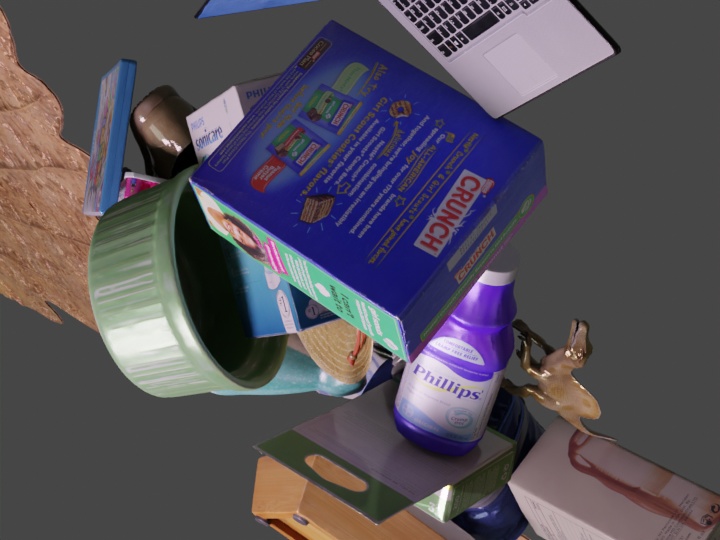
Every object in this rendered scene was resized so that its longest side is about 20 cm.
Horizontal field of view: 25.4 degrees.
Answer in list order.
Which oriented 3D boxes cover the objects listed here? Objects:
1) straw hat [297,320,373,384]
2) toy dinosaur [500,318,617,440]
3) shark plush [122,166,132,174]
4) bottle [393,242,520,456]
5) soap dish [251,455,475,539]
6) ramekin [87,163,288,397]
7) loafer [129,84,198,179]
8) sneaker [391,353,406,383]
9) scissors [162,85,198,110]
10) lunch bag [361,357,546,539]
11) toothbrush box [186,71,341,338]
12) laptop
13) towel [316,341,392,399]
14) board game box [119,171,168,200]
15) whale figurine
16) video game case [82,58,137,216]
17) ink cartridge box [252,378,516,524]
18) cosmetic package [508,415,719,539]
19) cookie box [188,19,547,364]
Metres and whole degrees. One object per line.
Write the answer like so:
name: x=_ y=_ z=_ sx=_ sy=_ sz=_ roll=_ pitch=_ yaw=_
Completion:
straw hat: x=0.000 y=0.000 z=1.424 sx=0.201 sy=0.084 sz=0.203 roll=46 pitch=144 yaw=49
toy dinosaur: x=0.167 y=0.102 z=1.374 sx=0.101 sy=0.058 sz=0.201 roll=31 pitch=159 yaw=28
shark plush: x=-0.237 y=-0.068 z=1.779 sx=0.199 sy=0.083 sz=0.091 roll=35 pitch=161 yaw=21
bottle: x=0.085 y=0.063 z=1.326 sx=0.083 sy=0.065 sz=0.201 roll=21 pitch=129 yaw=7
soap dish: x=-0.001 y=0.243 z=1.516 sx=0.199 sy=0.082 sz=0.157 roll=37 pitch=159 yaw=-15
ramekin: x=-0.151 y=0.015 z=1.402 sx=0.097 sy=0.201 sz=0.201 roll=-14 pitch=132 yaw=23
loafer: x=-0.168 y=-0.102 z=1.543 sx=0.067 sy=0.076 sz=0.200 roll=47 pitch=174 yaw=23
sneaker: x=0.053 y=0.070 z=1.487 sx=0.075 sy=0.089 sz=0.200 roll=45 pitch=162 yaw=-16
scissors: x=-0.114 y=-0.119 z=1.526 sx=0.200 sy=0.014 sz=0.073 roll=44 pitch=169 yaw=2
lunch bag: x=0.075 y=0.166 z=1.545 sx=0.199 sy=0.136 sz=0.133 roll=10 pitch=150 yaw=38
toothbrush box: x=-0.063 y=-0.053 z=1.316 sx=0.146 sy=0.085 sz=0.202 roll=-15 pitch=92 yaw=68
laptop: x=0.023 y=-0.150 z=1.002 sx=0.200 sy=0.116 sz=0.187 roll=45 pitch=162 yaw=-8
towel: x=0.018 y=0.111 z=1.680 sx=0.199 sy=0.024 sz=0.147 roll=14 pitch=151 yaw=27
board game box: x=-0.147 y=-0.046 z=1.568 sx=0.198 sy=0.026 sz=0.200 roll=13 pitch=170 yaw=-14
whale figurine: x=-0.093 y=0.087 z=1.567 sx=0.199 sy=0.104 sz=0.159 roll=25 pitch=171 yaw=3
video game case: x=-0.245 y=-0.125 z=1.554 sx=0.018 sy=0.145 sz=0.200 roll=8 pitch=180 yaw=-14
ink cartridge box: x=0.022 y=0.167 z=1.382 sx=0.145 sy=0.199 sz=0.048 roll=27 pitch=122 yaw=32
cosmetic package: x=0.244 y=0.224 z=1.445 sx=0.199 sy=0.087 sz=0.104 roll=25 pitch=157 yaw=39
cookie box: x=0.007 y=-0.060 z=1.154 sx=0.199 sy=0.171 sz=0.075 roll=33 pitch=163 yaw=25
